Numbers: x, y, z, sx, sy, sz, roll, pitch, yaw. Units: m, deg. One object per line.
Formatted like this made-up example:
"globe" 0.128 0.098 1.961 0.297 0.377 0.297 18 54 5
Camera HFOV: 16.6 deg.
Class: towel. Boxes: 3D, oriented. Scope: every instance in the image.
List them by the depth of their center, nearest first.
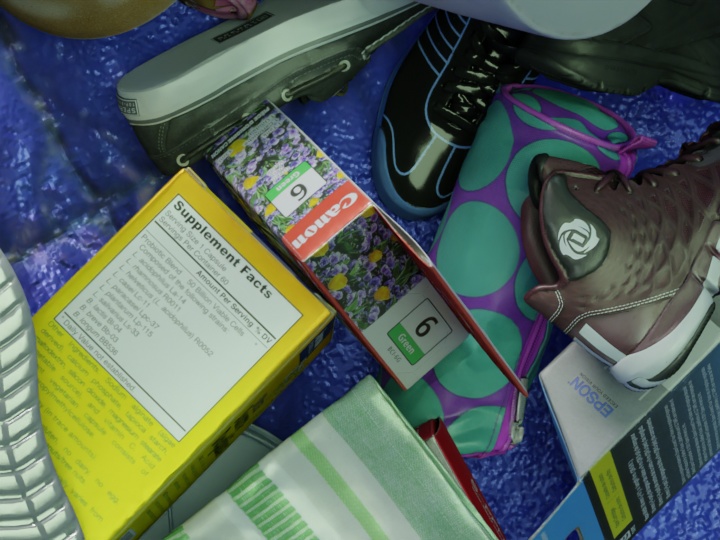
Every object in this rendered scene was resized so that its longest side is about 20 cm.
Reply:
"towel" -0.026 0.174 1.256 0.200 0.023 0.153 -38 95 6

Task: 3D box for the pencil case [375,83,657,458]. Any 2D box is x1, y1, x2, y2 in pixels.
"pencil case" 0.079 0.002 1.325 0.092 0.085 0.201 28 106 27

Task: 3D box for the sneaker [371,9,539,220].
"sneaker" 0.068 -0.122 1.351 0.070 0.078 0.201 25 85 -11

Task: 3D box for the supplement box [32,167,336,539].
"supplement box" -0.119 0.062 1.265 0.109 0.110 0.200 44 82 5

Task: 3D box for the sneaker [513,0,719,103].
"sneaker" 0.170 -0.139 1.335 0.200 0.076 0.091 -1 107 -48

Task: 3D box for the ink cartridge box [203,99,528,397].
"ink cartridge box" 0.000 0.000 1.260 0.050 0.200 0.109 -40 127 -3

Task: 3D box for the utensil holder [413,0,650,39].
"utensil holder" 0.050 -0.213 1.229 0.170 0.200 0.171 -17 117 -37

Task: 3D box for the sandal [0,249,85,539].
"sandal" -0.188 0.073 1.180 0.082 0.050 0.203 -15 96 -10

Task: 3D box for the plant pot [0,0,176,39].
"plant pot" -0.148 -0.220 1.266 0.199 0.027 0.201 2 94 33

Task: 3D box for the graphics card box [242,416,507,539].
"graphics card box" -0.016 0.180 1.293 0.200 0.051 0.126 -28 97 6

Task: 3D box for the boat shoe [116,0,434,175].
"boat shoe" -0.036 -0.116 1.341 0.199 0.069 0.057 -26 114 -9

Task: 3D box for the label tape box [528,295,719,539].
"label tape box" 0.149 0.077 1.330 0.200 0.144 0.063 -44 65 -9

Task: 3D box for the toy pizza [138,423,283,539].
"toy pizza" -0.101 0.174 1.340 0.199 0.032 0.201 0 91 -11

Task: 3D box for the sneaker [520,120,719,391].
"sneaker" 0.149 -0.048 1.247 0.115 0.076 0.200 31 74 0

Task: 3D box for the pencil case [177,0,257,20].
"pencil case" -0.051 -0.235 1.326 0.086 0.083 0.200 38 81 -46
